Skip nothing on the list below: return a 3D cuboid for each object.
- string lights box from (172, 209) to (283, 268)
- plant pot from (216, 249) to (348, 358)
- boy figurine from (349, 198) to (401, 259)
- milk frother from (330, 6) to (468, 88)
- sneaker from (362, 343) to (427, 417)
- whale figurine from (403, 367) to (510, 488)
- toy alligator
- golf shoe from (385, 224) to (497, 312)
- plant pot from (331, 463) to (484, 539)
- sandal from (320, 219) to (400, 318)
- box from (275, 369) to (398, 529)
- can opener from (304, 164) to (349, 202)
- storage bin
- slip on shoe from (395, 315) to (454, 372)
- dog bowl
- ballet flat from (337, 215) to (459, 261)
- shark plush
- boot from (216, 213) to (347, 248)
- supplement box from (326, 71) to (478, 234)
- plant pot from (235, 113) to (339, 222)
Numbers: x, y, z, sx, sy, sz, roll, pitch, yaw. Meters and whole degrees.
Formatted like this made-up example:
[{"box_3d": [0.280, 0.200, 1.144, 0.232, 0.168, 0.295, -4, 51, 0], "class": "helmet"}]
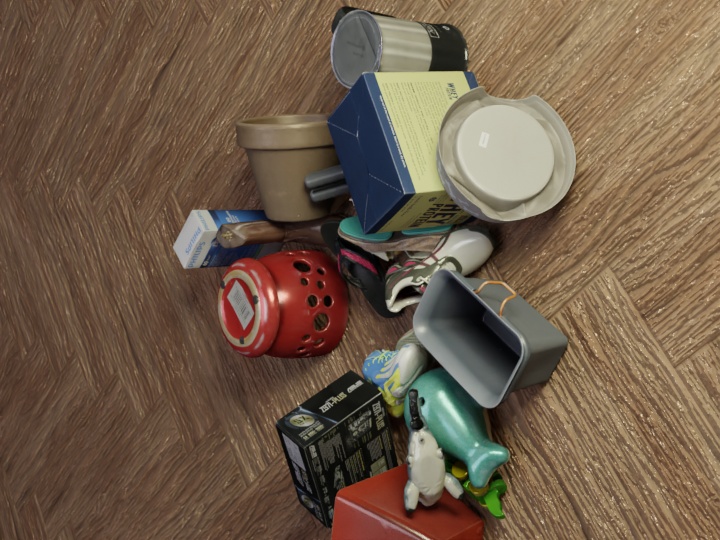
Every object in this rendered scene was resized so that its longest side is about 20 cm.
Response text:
[{"box_3d": [-0.241, -0.061, 1.896, 0.103, 0.200, 0.059, -55, 54, 35], "class": "string lights box"}, {"box_3d": [-0.150, 0.065, 1.817, 0.200, 0.182, 0.201, 7, 99, 51], "class": "plant pot"}, {"box_3d": [0.033, -0.082, 1.673, 0.124, 0.064, 0.200, 49, 130, 3], "class": "boy figurine"}, {"box_3d": [0.034, -0.303, 1.571, 0.180, 0.188, 0.201, 31, 115, 44], "class": "milk frother"}, {"box_3d": [0.045, 0.161, 1.616, 0.105, 0.076, 0.200, 40, 149, 21], "class": "sneaker"}, {"box_3d": [0.140, 0.234, 1.522, 0.159, 0.104, 0.200, -50, 46, 15], "class": "whale figurine"}, {"box_3d": [0.169, 0.310, 1.562, 0.054, 0.059, 0.200, -43, 45, -9], "class": "toy alligator"}, {"box_3d": [0.123, 0.004, 1.535, 0.200, 0.088, 0.077, -32, 112, 28], "class": "golf shoe"}, {"box_3d": [0.081, 0.443, 1.573, 0.176, 0.200, 0.201, 13, 103, 37], "class": "plant pot"}, {"box_3d": [0.000, 0.000, 1.673, 0.075, 0.045, 0.200, -29, 99, 42], "class": "sandal"}, {"box_3d": [-0.034, 0.295, 1.652, 0.086, 0.164, 0.200, 31, 144, 44], "class": "box"}, {"box_3d": [0.005, -0.153, 1.644, 0.199, 0.067, 0.053, -15, 119, 12], "class": "can opener"}, {"box_3d": [0.198, 0.082, 1.447, 0.200, 0.134, 0.146, 45, 124, 37], "class": "storage bin"}, {"box_3d": [0.113, 0.104, 1.609, 0.074, 0.061, 0.200, 41, 138, 15], "class": "slip on shoe"}, {"box_3d": [0.196, -0.158, 1.398, 0.059, 0.199, 0.201, 126, 130, -68], "class": "dog bowl"}, {"box_3d": [0.062, -0.047, 1.600, 0.199, 0.068, 0.067, 2, 133, 20], "class": "ballet flat"}, {"box_3d": [0.081, 0.273, 1.498, 0.083, 0.091, 0.200, -123, 10, -67], "class": "shark plush"}, {"box_3d": [-0.138, -0.066, 1.775, 0.186, 0.200, 0.064, 0, 93, 50], "class": "boot"}, {"box_3d": [0.088, -0.177, 1.493, 0.134, 0.199, 0.201, -43, 61, 54], "class": "supplement box"}, {"box_3d": [-0.114, -0.181, 1.759, 0.200, 0.200, 0.175, 14, 112, 48], "class": "plant pot"}]
